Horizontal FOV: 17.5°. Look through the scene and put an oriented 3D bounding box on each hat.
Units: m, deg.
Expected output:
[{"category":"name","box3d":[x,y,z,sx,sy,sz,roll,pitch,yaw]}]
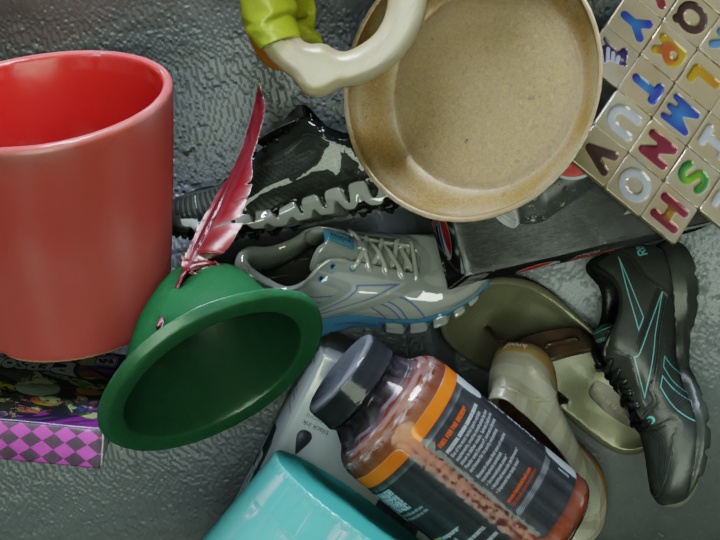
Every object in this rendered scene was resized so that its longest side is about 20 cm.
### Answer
[{"category":"hat","box3d":[-0.132,0.006,1.674,0.200,0.176,0.166,-17,148,-26]}]

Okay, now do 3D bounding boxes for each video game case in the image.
[{"category":"video game case","box3d":[-0.277,0.092,1.711,0.199,0.181,0.036,6,105,-1]}]

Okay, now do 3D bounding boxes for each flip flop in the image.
[{"category":"flip flop","box3d":[0.149,0.074,1.773,0.200,0.058,0.081,38,100,-9]}]

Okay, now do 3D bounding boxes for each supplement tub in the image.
[{"category":"supplement tub","box3d":[0.061,0.134,1.677,0.200,0.107,0.107,40,100,-10]}]

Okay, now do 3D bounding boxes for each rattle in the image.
[{"category":"rattle","box3d":[0.012,-0.212,1.662,0.200,0.143,0.130,-46,76,-1]}]

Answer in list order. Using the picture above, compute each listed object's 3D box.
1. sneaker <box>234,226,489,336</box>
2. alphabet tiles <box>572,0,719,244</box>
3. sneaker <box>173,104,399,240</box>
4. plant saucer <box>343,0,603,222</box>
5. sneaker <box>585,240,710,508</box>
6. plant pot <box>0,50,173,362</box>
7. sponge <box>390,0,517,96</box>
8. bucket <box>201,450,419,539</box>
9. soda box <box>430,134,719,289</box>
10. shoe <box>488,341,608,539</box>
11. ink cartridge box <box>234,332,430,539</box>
[{"category":"sneaker","box3d":[0.000,0.000,1.730,0.199,0.075,0.087,-10,143,0]},{"category":"alphabet tiles","box3d":[0.241,-0.126,1.703,0.167,0.008,0.200,38,71,-9]},{"category":"sneaker","box3d":[-0.055,-0.074,1.736,0.199,0.066,0.091,-10,86,11]},{"category":"plant saucer","box3d":[0.084,-0.130,1.647,0.200,0.035,0.201,-5,79,28]},{"category":"sneaker","box3d":[0.211,0.078,1.747,0.079,0.075,0.201,-1,80,-17]},{"category":"plant pot","box3d":[-0.220,-0.043,1.683,0.200,0.201,0.178,-6,114,1]},{"category":"sponge","box3d":[0.085,-0.193,1.694,0.111,0.030,0.200,29,101,17]},{"category":"bucket","box3d":[-0.027,0.233,1.654,0.207,0.207,0.135,36,93,-8]},{"category":"soda box","box3d":[0.155,-0.044,1.711,0.199,0.063,0.071,-13,85,-13]},{"category":"shoe","box3d":[0.135,0.142,1.761,0.070,0.053,0.200,-6,129,23]},{"category":"ink cartridge box","box3d":[-0.009,0.168,1.781,0.146,0.083,0.200,25,102,-6]}]
